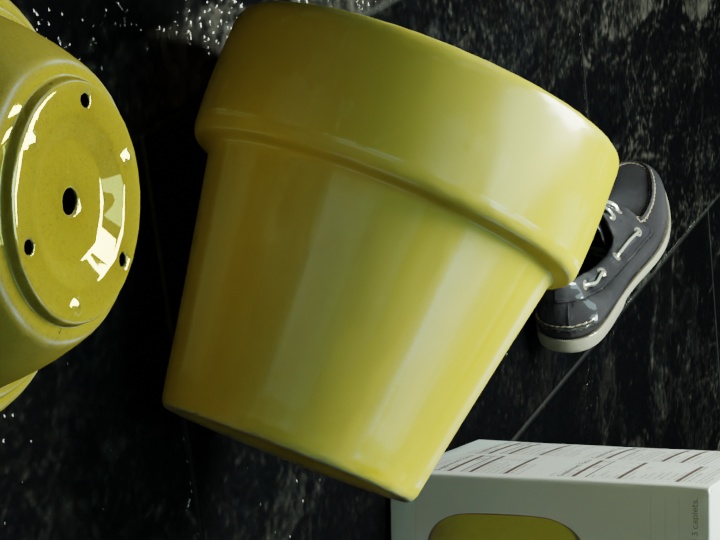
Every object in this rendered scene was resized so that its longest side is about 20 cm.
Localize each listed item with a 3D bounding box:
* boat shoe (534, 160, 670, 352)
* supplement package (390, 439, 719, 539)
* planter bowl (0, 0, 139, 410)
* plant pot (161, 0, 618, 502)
[{"bbox_3d":[0.177,-0.026,1.502,0.200,0.072,0.063,-58,145,-42],"label":"boat shoe"},{"bbox_3d":[0.137,0.191,1.258,0.151,0.199,0.153,-7,97,-65],"label":"supplement package"},{"bbox_3d":[-0.139,-0.026,0.774,0.200,0.083,0.202,0,90,-67],"label":"planter bowl"},{"bbox_3d":[0.000,0.000,0.976,0.201,0.200,0.190,36,73,-61],"label":"plant pot"}]
